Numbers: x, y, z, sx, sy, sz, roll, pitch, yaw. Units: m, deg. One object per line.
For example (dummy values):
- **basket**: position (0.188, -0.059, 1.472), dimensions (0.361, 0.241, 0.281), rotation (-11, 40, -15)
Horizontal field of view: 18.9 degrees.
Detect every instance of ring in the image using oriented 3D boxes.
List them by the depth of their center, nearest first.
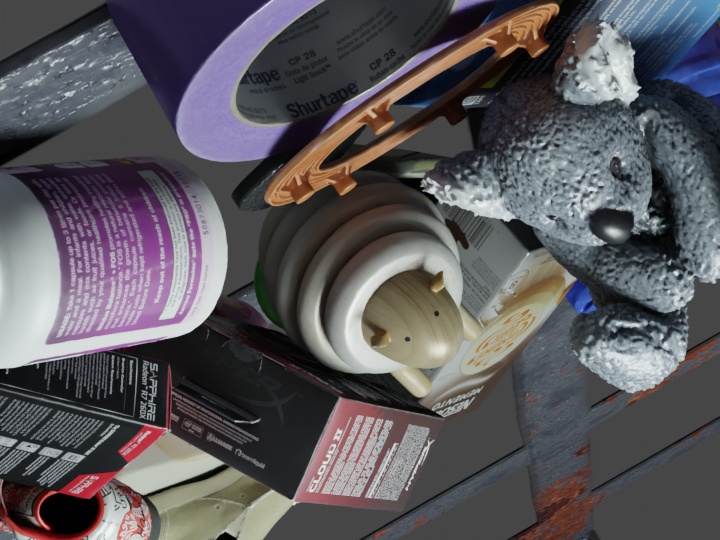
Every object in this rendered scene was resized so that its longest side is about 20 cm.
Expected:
- **ring**: position (0.032, -0.090, 1.232), dimensions (0.200, 0.019, 0.200), rotation (-34, 174, -4)

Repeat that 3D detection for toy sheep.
- **toy sheep**: position (0.000, 0.000, 1.381), dimensions (0.137, 0.200, 0.139), rotation (-19, 127, -28)

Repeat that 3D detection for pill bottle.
- **pill bottle**: position (-0.180, -0.005, 1.226), dimensions (0.199, 0.113, 0.112), rotation (-9, 152, -49)

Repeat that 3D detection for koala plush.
- **koala plush**: position (0.142, -0.059, 1.316), dimensions (0.177, 0.184, 0.199), rotation (-42, 138, 24)

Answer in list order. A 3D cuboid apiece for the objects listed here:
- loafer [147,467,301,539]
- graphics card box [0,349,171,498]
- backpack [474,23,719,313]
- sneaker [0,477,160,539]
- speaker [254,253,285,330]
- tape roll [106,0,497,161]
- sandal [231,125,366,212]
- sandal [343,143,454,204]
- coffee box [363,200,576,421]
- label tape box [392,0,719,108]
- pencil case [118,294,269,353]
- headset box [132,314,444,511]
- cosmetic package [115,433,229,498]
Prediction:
- **loafer**: position (-0.093, 0.185, 1.604), dimensions (0.199, 0.069, 0.076), rotation (-20, 161, -29)
- **graphics card box**: position (-0.228, 0.077, 1.304), dimensions (0.199, 0.051, 0.125), rotation (15, 148, -26)
- **backpack**: position (0.204, -0.079, 1.550), dimensions (0.162, 0.168, 0.200), rotation (-22, 160, -52)
- **sneaker**: position (-0.238, 0.141, 1.447), dimensions (0.108, 0.200, 0.068), rotation (46, 63, -71)
- **speaker**: position (0.005, 0.008, 1.595), dimensions (0.088, 0.089, 0.200), rotation (-39, 160, 24)
- **tape roll**: position (-0.026, -0.149, 1.130), dimensions (0.199, 0.085, 0.200), rotation (-28, 162, -10)
- **sandal**: position (-0.011, -0.116, 1.323), dimensions (0.200, 0.045, 0.075), rotation (-48, 166, 7)
- **sandal**: position (0.035, -0.044, 1.498), dimensions (0.079, 0.058, 0.201), rotation (7, 168, 12)
- **coffee box**: position (0.075, 0.017, 1.499), dimensions (0.114, 0.080, 0.200), rotation (-17, 149, -47)
- **label tape box**: position (0.123, -0.164, 1.337), dimensions (0.199, 0.066, 0.143), rotation (-4, 153, -29)
- **pencil case**: position (-0.138, 0.049, 1.484), dimensions (0.087, 0.088, 0.200), rotation (-36, 161, 18)
- **headset box**: position (-0.054, 0.089, 1.407), dimensions (0.075, 0.148, 0.200), rotation (-65, 156, 3)
- **cosmetic package**: position (-0.147, 0.109, 1.594), dimensions (0.199, 0.104, 0.073), rotation (-13, 155, -46)
